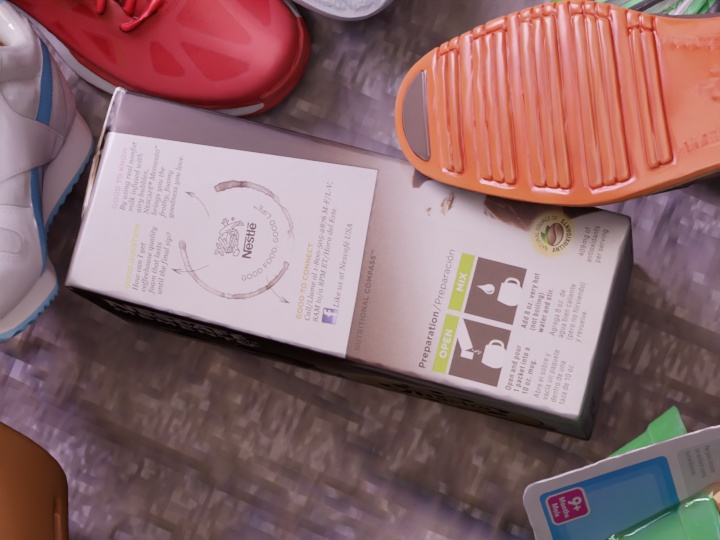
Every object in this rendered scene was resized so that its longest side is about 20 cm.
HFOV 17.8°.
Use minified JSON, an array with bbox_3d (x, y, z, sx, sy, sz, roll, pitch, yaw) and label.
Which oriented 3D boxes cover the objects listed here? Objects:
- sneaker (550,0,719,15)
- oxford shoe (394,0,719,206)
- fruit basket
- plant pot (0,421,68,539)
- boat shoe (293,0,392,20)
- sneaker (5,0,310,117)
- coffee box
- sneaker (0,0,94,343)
[{"bbox_3d":[0.144,-0.148,0.898,0.085,0.078,0.201,36,89,11],"label":"sneaker"},{"bbox_3d":[0.111,-0.057,0.805,0.198,0.073,0.072,-3,85,21],"label":"oxford shoe"},{"bbox_3d":[0.172,0.110,0.820,0.198,0.186,0.094,-14,45,8],"label":"fruit basket"},{"bbox_3d":[-0.193,0.126,0.864,0.198,0.200,0.141,10,67,9],"label":"plant pot"},{"bbox_3d":[-0.049,-0.187,0.935,0.073,0.067,0.200,-39,90,9],"label":"boat shoe"},{"bbox_3d":[-0.118,-0.126,0.911,0.199,0.116,0.079,23,86,10],"label":"sneaker"},{"bbox_3d":[0.000,0.000,0.881,0.198,0.113,0.081,14,84,9],"label":"coffee box"},{"bbox_3d":[-0.155,-0.032,0.863,0.076,0.201,0.081,-19,120,12],"label":"sneaker"}]
